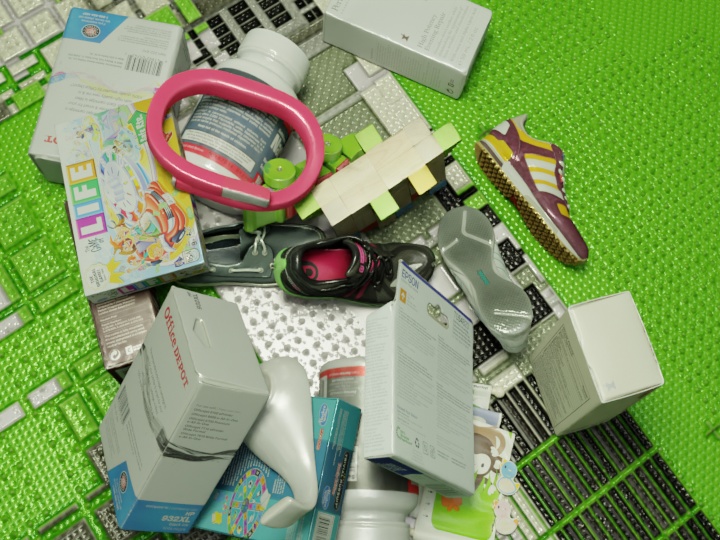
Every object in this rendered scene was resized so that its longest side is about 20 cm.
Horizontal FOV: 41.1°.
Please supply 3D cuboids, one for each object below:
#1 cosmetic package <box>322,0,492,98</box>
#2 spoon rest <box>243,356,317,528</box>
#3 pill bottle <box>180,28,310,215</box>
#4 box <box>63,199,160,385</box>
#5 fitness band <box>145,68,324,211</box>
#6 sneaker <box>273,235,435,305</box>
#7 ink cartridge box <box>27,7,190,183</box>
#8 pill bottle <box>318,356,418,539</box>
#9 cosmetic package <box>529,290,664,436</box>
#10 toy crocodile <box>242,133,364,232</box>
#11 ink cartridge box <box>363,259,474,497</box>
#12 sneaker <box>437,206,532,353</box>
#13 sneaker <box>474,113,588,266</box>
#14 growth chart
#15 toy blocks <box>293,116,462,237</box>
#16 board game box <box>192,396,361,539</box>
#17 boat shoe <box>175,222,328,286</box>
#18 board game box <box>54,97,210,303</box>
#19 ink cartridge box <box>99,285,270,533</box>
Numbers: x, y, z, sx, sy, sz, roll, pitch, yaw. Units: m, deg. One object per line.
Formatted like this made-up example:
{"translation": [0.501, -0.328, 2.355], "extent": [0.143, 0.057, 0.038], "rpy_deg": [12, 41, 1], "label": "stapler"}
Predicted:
{"translation": [0.058, -0.313, 1.229], "extent": [0.197, 0.074, 0.103], "rpy_deg": [24, 72, 4], "label": "cosmetic package"}
{"translation": [-0.081, 0.169, 0.955], "extent": [0.099, 0.060, 0.202], "rpy_deg": [-38, 38, 18], "label": "spoon rest"}
{"translation": [-0.140, -0.182, 1.153], "extent": [0.118, 0.120, 0.203], "rpy_deg": [24, 73, 5], "label": "pill bottle"}
{"translation": [-0.273, 0.019, 1.096], "extent": [0.074, 0.100, 0.203], "rpy_deg": [-18, 75, -8], "label": "box"}
{"translation": [-0.135, -0.142, 1.046], "extent": [0.196, 0.038, 0.146], "rpy_deg": [18, 63, -9], "label": "fitness band"}
{"translation": [0.000, 0.000, 1.110], "extent": [0.196, 0.084, 0.078], "rpy_deg": [-4, 82, -19], "label": "sneaker"}
{"translation": [-0.301, -0.201, 1.171], "extent": [0.142, 0.085, 0.204], "rpy_deg": [10, 71, 1], "label": "ink cartridge box"}
{"translation": [0.008, 0.204, 1.042], "extent": [0.111, 0.114, 0.204], "rpy_deg": [1, 72, -2], "label": "pill bottle"}
{"translation": [0.248, 0.106, 1.037], "extent": [0.070, 0.200, 0.107], "rpy_deg": [-15, 74, -7], "label": "cosmetic package"}
{"translation": [-0.061, -0.104, 1.136], "extent": [0.061, 0.068, 0.199], "rpy_deg": [36, 51, 26], "label": "toy crocodile"}
{"translation": [0.066, 0.119, 1.012], "extent": [0.040, 0.199, 0.204], "rpy_deg": [-10, 63, 28], "label": "ink cartridge box"}
{"translation": [0.143, 0.012, 1.136], "extent": [0.069, 0.081, 0.202], "rpy_deg": [-20, 55, -1], "label": "sneaker"}
{"translation": [0.228, -0.102, 1.168], "extent": [0.089, 0.075, 0.201], "rpy_deg": [-35, 78, -7], "label": "sneaker"}
{"translation": [0.112, 0.219, 1.093], "extent": [0.142, 0.018, 0.204], "rpy_deg": [4, 73, -2], "label": "growth chart"}
{"translation": [0.026, -0.096, 1.131], "extent": [0.198, 0.137, 0.101], "rpy_deg": [-33, 76, -1], "label": "toy blocks"}
{"translation": [-0.103, 0.207, 1.014], "extent": [0.197, 0.047, 0.154], "rpy_deg": [0, 70, 37], "label": "board game box"}
{"translation": [-0.132, -0.022, 1.133], "extent": [0.196, 0.062, 0.074], "rpy_deg": [-7, 71, -5], "label": "boat shoe"}
{"translation": [-0.250, -0.080, 1.049], "extent": [0.132, 0.034, 0.204], "rpy_deg": [-16, 74, 0], "label": "board game box"}
{"translation": [-0.185, 0.144, 0.985], "extent": [0.083, 0.202, 0.146], "rpy_deg": [15, 29, -33], "label": "ink cartridge box"}
